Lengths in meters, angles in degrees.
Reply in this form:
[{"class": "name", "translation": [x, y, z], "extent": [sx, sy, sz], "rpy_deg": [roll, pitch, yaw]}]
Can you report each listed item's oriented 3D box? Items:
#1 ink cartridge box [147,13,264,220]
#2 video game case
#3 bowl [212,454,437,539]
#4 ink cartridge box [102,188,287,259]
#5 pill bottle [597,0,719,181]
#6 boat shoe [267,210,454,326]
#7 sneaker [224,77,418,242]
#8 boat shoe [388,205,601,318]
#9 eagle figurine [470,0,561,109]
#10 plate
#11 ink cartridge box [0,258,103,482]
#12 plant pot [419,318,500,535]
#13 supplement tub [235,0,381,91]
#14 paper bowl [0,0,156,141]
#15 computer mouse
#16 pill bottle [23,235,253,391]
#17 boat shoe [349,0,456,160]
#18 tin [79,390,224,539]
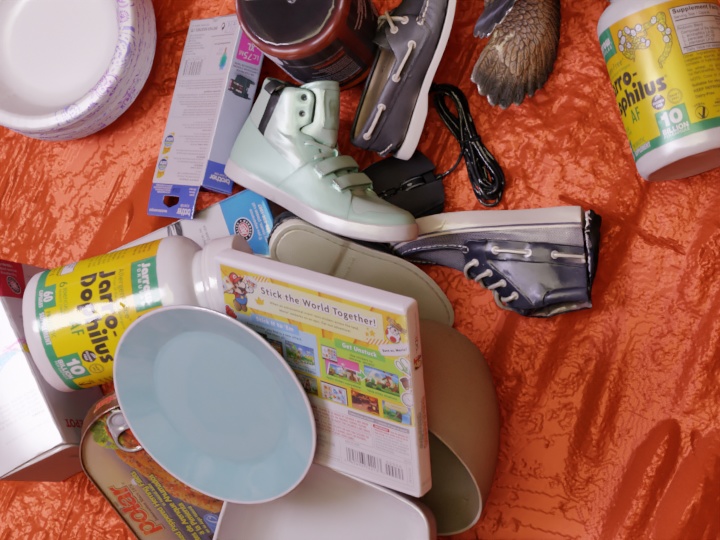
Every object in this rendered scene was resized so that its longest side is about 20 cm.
[{"class": "ink cartridge box", "translation": [-0.147, -0.144, 1.749], "extent": [0.119, 0.042, 0.201], "rpy_deg": [8, 81, 60]}, {"class": "video game case", "translation": [-0.032, 0.084, 1.527], "extent": [0.199, 0.023, 0.183], "rpy_deg": [15, 124, 33]}, {"class": "bowl", "translation": [-0.030, 0.263, 1.632], "extent": [0.199, 0.075, 0.201], "rpy_deg": [20, 103, 18]}, {"class": "ink cartridge box", "translation": [-0.147, 0.027, 1.738], "extent": [0.199, 0.086, 0.147], "rpy_deg": [-24, 78, 13]}, {"class": "pill bottle", "translation": [0.277, -0.191, 1.635], "extent": [0.112, 0.113, 0.201], "rpy_deg": [-17, 80, 13]}, {"class": "boat shoe", "translation": [-0.002, 0.002, 1.689], "extent": [0.199, 0.066, 0.075], "rpy_deg": [23, 108, -21]}, {"class": "sneaker", "translation": [-0.024, -0.104, 1.638], "extent": [0.200, 0.074, 0.119], "rpy_deg": [26, 105, 22]}, {"class": "boat shoe", "translation": [0.123, -0.003, 1.673], "extent": [0.199, 0.075, 0.093], "rpy_deg": [-5, 75, 14]}, {"class": "eagle figurine", "translation": [0.138, -0.270, 1.669], "extent": [0.151, 0.151, 0.201], "rpy_deg": [-42, 51, 38]}, {"class": "plate", "translation": [-0.123, 0.112, 1.570], "extent": [0.199, 0.026, 0.201], "rpy_deg": [15, 125, 22]}, {"class": "ink cartridge box", "translation": [-0.323, 0.096, 1.746], "extent": [0.085, 0.148, 0.201], "rpy_deg": [-26, 77, 11]}, {"class": "plant pot", "translation": [0.047, 0.123, 1.638], "extent": [0.199, 0.201, 0.135], "rpy_deg": [23, 56, 16]}, {"class": "supplement tub", "translation": [-0.038, -0.225, 1.679], "extent": [0.106, 0.200, 0.108], "rpy_deg": [-2, 81, 14]}, {"class": "paper bowl", "translation": [-0.297, -0.228, 1.800], "extent": [0.199, 0.104, 0.202], "rpy_deg": [-2, 84, 15]}, {"class": "computer mouse", "translation": [0.026, -0.099, 1.727], "extent": [0.199, 0.046, 0.141], "rpy_deg": [-22, 80, 12]}, {"class": "pill bottle", "translation": [-0.192, 0.033, 1.640], "extent": [0.199, 0.113, 0.113], "rpy_deg": [-14, 80, 14]}, {"class": "boat shoe", "translation": [0.038, -0.201, 1.660], "extent": [0.060, 0.074, 0.201], "rpy_deg": [9, 109, -17]}, {"class": "tin", "translation": [-0.183, 0.190, 1.694], "extent": [0.112, 0.042, 0.200], "rpy_deg": [-28, 121, 4]}]
